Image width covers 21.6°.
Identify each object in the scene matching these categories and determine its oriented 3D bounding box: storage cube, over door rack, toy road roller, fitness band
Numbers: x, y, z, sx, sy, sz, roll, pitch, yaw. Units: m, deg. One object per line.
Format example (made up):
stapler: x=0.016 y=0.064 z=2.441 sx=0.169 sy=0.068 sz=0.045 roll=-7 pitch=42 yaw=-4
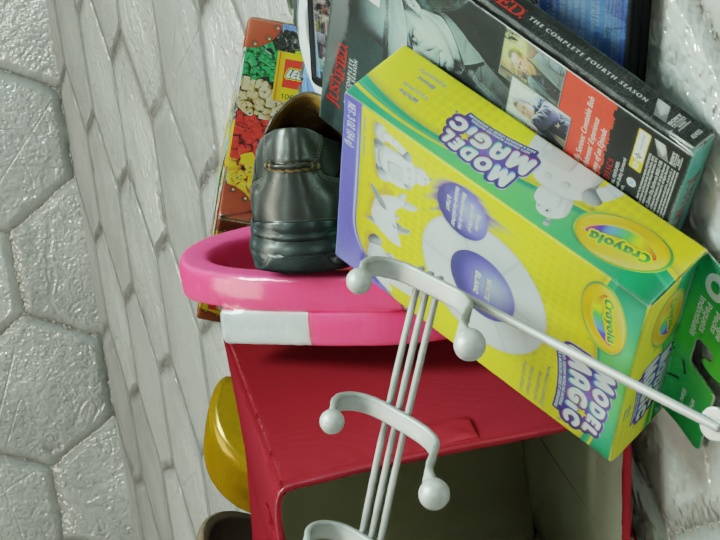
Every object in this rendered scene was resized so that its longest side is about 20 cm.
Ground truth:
storage cube: x=0.031 y=0.125 z=0.987 sx=0.180 sy=0.198 sz=0.173 roll=-118 pitch=19 yaw=-64
over door rack: x=0.066 y=0.095 z=0.791 sx=0.199 sy=0.066 sz=0.149 roll=22 pitch=114 yaw=24
toy road roller: x=-0.049 y=0.159 z=1.332 sx=0.123 sy=0.144 sz=0.202 roll=104 pitch=-179 yaw=-61
fitness band: x=0.000 y=0.000 z=1.000 sx=0.144 sy=0.198 sz=0.038 roll=-40 pitch=-52 yaw=-63

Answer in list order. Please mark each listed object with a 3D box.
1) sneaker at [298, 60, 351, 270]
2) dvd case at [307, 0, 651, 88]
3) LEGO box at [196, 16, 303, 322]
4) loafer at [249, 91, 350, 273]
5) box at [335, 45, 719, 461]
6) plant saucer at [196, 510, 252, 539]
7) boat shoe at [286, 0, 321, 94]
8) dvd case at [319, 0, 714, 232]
sneaker: x=0.015 y=-0.077 z=1.145 sx=0.075 sy=0.078 sz=0.201 roll=39 pitch=-146 yaw=-44
dvd case: x=0.049 y=-0.118 z=0.879 sx=0.199 sy=0.017 sz=0.144 roll=28 pitch=136 yaw=34
LEGO box: x=-0.062 y=-0.061 z=1.331 sx=0.200 sy=0.076 sz=0.150 roll=113 pitch=165 yaw=-67
loafer: x=-0.021 y=-0.060 z=1.004 sx=0.200 sy=0.072 sz=0.073 roll=-90 pitch=-3 yaw=-74
box: x=0.076 y=0.000 z=0.846 sx=0.199 sy=0.048 sz=0.118 roll=35 pitch=147 yaw=23
plant saucer: x=-0.023 y=0.220 z=1.120 sx=0.030 sy=0.199 sz=0.200 roll=-51 pitch=33 yaw=12
boat shoe: x=-0.013 y=-0.171 z=1.140 sx=0.057 sy=0.068 sz=0.202 roll=125 pitch=144 yaw=-57
dvd case: x=0.062 y=-0.067 z=0.858 sx=0.199 sy=0.022 sz=0.147 roll=37 pitch=148 yaw=21
